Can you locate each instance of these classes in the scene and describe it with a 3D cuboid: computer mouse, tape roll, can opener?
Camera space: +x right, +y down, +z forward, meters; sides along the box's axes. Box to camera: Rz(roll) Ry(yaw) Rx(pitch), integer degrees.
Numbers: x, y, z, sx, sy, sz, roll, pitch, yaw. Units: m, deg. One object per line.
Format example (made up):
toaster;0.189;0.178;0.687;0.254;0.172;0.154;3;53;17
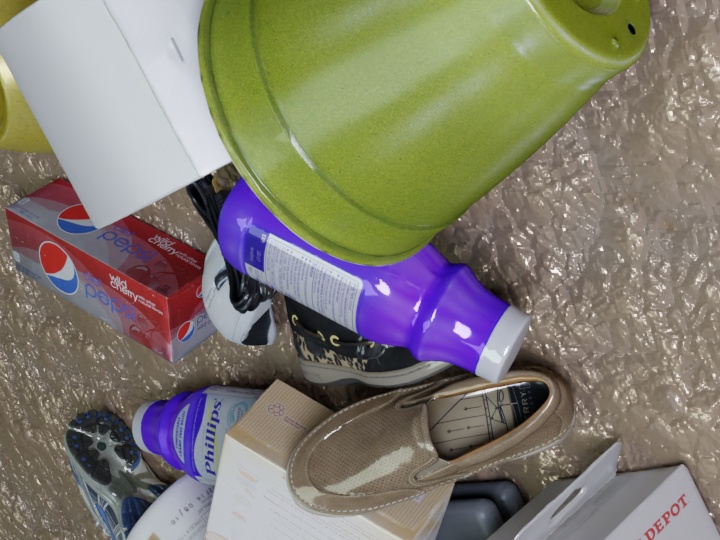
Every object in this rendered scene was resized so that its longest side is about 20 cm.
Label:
computer mouse;-0.094;0.011;1.148;0.200;0.044;0.110;91;153;-68
tape roll;-0.113;-0.134;1.007;0.202;0.202;0.139;-20;100;51
can opener;0.035;0.174;1.183;0.200;0.053;0.067;-6;110;48

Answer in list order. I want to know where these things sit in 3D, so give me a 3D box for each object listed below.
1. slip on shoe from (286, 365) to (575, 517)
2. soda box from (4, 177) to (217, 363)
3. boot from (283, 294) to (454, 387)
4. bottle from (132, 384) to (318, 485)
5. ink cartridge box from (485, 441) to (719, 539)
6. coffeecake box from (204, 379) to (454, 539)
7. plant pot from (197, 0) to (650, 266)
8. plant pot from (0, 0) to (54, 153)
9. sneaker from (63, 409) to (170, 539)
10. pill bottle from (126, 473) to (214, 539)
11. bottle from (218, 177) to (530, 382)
slip on shoe;0.043;0.110;1.033;0.061;0.199;0.076;50;-153;-71
soda box;-0.204;-0.004;1.302;0.200;0.063;0.070;27;134;31
boot;0.000;0.000;1.088;0.200;0.073;0.151;-8;110;54
bottle;-0.111;0.135;1.290;0.200;0.065;0.084;2;84;46
ink cartridge box;0.163;0.225;1.023;0.125;0.128;0.200;-17;102;52
coffeecake box;-0.033;0.203;1.158;0.153;0.073;0.200;29;132;15
plant pot;0.048;-0.130;0.869;0.193;0.200;0.201;-27;95;39
plant pot;-0.236;-0.166;1.160;0.200;0.142;0.201;26;132;32
sneaker;-0.209;0.225;1.472;0.200;0.077;0.085;57;152;11
pill bottle;-0.097;0.271;1.339;0.200;0.114;0.114;43;140;16
bottle;0.008;0.004;0.986;0.200;0.065;0.084;27;156;13
